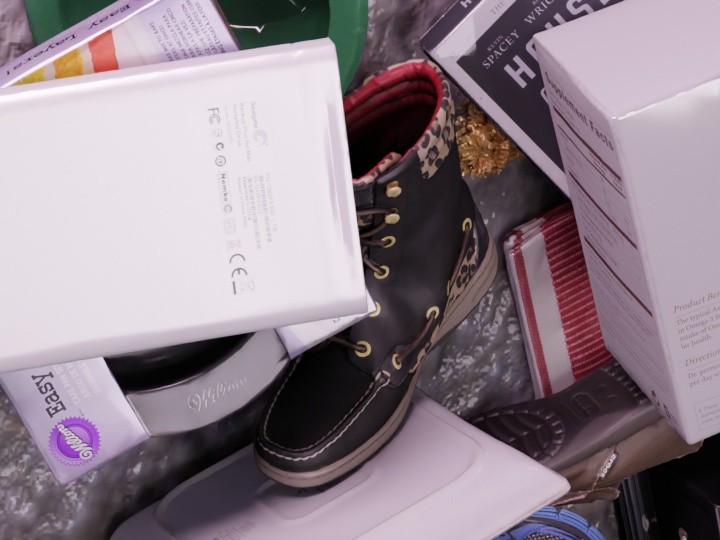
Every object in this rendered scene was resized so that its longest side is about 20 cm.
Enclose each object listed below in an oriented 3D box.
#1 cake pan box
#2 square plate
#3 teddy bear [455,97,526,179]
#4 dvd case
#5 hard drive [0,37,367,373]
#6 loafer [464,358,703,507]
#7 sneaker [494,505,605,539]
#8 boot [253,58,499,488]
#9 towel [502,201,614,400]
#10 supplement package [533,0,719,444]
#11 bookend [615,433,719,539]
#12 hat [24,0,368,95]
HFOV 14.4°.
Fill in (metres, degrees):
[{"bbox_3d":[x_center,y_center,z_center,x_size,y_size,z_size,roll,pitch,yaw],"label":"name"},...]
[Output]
[{"bbox_3d":[-0.113,-0.018,1.384,0.183,0.052,0.201,-27,108,1],"label":"cake pan box"},{"bbox_3d":[-0.020,0.122,1.488,0.197,0.200,0.029,-28,114,-17],"label":"square plate"},{"bbox_3d":[0.135,-0.105,1.563,0.199,0.067,0.146,8,101,-30],"label":"teddy bear"},{"bbox_3d":[0.146,-0.109,1.523,0.150,0.025,0.200,-45,121,4],"label":"dvd case"},{"bbox_3d":[-0.102,-0.029,1.344,0.198,0.026,0.133,-9,106,-7],"label":"hard drive"},{"bbox_3d":[0.117,0.112,1.623,0.199,0.073,0.071,-23,121,-4],"label":"loafer"},{"bbox_3d":[0.123,0.192,1.593,0.199,0.079,0.075,25,131,-26],"label":"sneaker"},{"bbox_3d":[0.000,0.000,1.482,0.200,0.073,0.151,-48,145,-30],"label":"boot"},{"bbox_3d":[0.179,0.002,1.663,0.199,0.023,0.145,-25,122,-17],"label":"towel"},{"bbox_3d":[0.180,-0.036,1.487,0.116,0.117,0.201,-20,120,-9],"label":"supplement package"},{"bbox_3d":[0.246,0.194,1.669,0.092,0.200,0.200,-24,120,-20],"label":"bookend"},{"bbox_3d":[-0.054,-0.167,1.464,0.198,0.176,0.167,-2,115,13],"label":"hat"}]
